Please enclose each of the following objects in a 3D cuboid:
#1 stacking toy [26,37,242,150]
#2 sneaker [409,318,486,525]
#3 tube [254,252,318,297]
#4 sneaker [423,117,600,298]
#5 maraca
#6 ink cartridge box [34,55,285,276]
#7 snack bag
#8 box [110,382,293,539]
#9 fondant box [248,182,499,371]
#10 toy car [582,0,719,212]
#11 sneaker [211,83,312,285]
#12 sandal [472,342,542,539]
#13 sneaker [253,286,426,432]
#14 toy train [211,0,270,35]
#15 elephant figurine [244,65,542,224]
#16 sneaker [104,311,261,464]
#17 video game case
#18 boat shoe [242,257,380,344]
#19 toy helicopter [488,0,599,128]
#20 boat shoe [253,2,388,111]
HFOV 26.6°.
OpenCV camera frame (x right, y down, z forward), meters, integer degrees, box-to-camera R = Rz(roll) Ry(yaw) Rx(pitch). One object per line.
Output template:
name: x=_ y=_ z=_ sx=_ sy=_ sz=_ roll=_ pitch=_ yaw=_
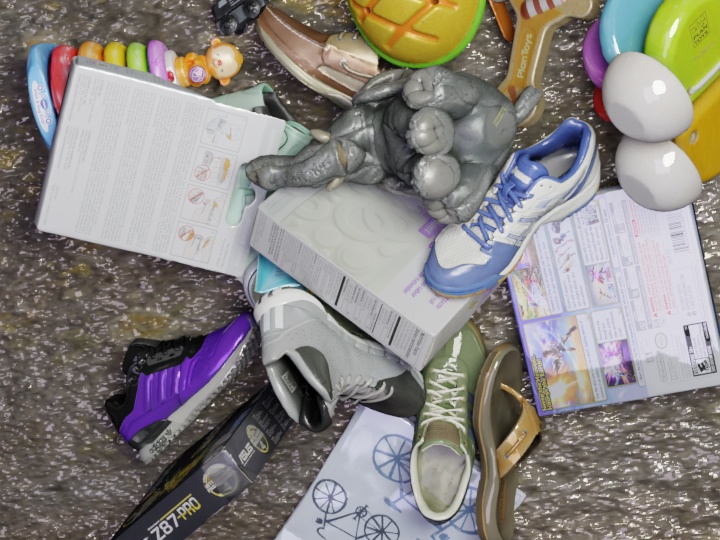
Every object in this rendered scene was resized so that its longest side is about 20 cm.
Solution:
stacking toy: x=-0.208 y=-0.178 z=1.447 sx=0.198 sy=0.110 sz=0.117 roll=-12 pitch=99 yaw=5
sneaker: x=0.084 y=0.145 z=1.443 sx=0.066 sy=0.090 sz=0.202 roll=6 pitch=96 yaw=6
tube: x=0.000 y=0.000 z=1.425 sx=0.198 sy=0.078 sz=0.051 roll=8 pitch=144 yaw=-10
sneaker: x=0.128 y=-0.061 z=1.323 sx=0.200 sy=0.088 sz=0.075 roll=-42 pitch=62 yaw=-20
maraca: x=0.043 y=-0.278 z=1.332 sx=0.136 sy=0.107 sz=0.202 roll=-5 pitch=103 yaw=23
ink cartridge box: x=-0.187 y=-0.094 z=1.410 sx=0.198 sy=0.057 sz=0.164 roll=12 pitch=108 yaw=-17
snack bag: x=0.037 y=0.249 z=1.527 sx=0.188 sy=0.021 sz=0.201 roll=33 pitch=106 yaw=2
box: x=-0.145 y=0.195 z=1.465 sx=0.161 sy=0.200 sz=0.049 roll=-38 pitch=95 yaw=19
fondant box: x=0.020 y=-0.022 z=1.378 sx=0.199 sy=0.144 sz=0.058 roll=36 pitch=141 yaw=13
toy car: x=0.259 y=-0.167 z=1.296 sx=0.175 sy=0.201 sz=0.150 roll=-44 pitch=53 yaw=-17
sneaker: x=-0.089 y=-0.076 z=1.445 sx=0.117 sy=0.074 sz=0.202 roll=-21 pitch=96 yaw=24
sandal: x=0.145 y=0.167 z=1.444 sx=0.054 sy=0.080 sz=0.202 roll=5 pitch=99 yaw=29
sneaker: x=-0.020 y=0.109 z=1.355 sx=0.199 sy=0.116 sz=0.075 roll=34 pitch=125 yaw=-29
toy train: x=-0.058 y=-0.286 z=1.411 sx=0.199 sy=0.034 sz=0.046 roll=-32 pitch=84 yaw=19
elephant figurine: x=0.026 y=-0.117 z=1.329 sx=0.199 sy=0.155 sz=0.143 roll=3 pitch=74 yaw=48
sneaker: x=-0.185 y=0.097 z=1.518 sx=0.100 sy=0.070 sz=0.200 roll=45 pitch=109 yaw=2
video game case: x=0.232 y=0.021 z=1.412 sx=0.180 sy=0.045 sz=0.202 roll=-11 pitch=101 yaw=15
boat shoe: x=-0.026 y=0.057 z=1.444 sx=0.199 sy=0.062 sz=0.072 roll=38 pitch=97 yaw=-19
toy helicopter: x=0.148 y=-0.228 z=1.349 sx=0.131 sy=0.079 sz=0.202 roll=15 pitch=96 yaw=32
boat shoe: x=-0.005 y=-0.186 z=1.407 sx=0.199 sy=0.076 sz=0.074 roll=37 pitch=104 yaw=-7
